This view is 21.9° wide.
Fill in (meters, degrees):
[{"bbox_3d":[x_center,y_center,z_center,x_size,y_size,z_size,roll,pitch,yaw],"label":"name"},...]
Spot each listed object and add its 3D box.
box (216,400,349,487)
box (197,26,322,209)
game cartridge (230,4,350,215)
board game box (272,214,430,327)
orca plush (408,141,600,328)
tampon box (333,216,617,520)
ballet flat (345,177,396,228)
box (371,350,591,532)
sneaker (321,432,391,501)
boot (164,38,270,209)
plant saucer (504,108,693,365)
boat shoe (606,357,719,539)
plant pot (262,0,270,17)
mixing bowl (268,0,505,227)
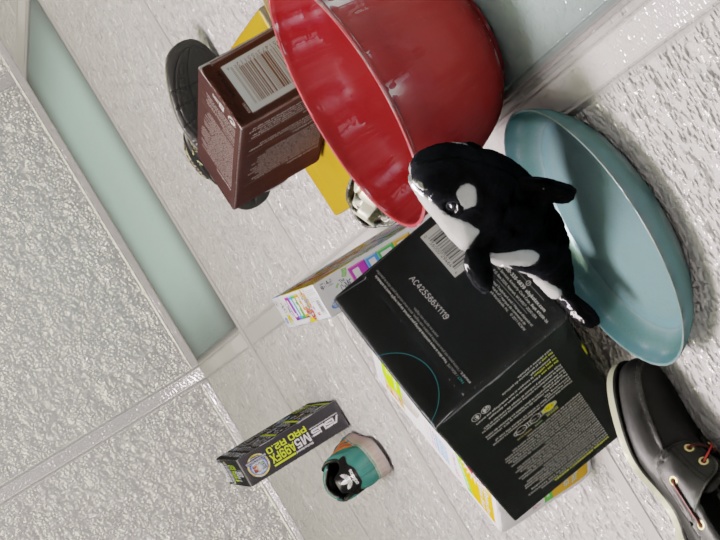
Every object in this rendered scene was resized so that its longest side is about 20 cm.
[{"bbox_3d":[-0.110,0.240,2.581,0.044,0.160,0.200,60,166,-2],"label":"box"},{"bbox_3d":[-0.088,-0.138,1.664,0.075,0.100,0.200,55,164,14],"label":"box"},{"bbox_3d":[-0.048,-0.152,1.770,0.200,0.032,0.176,57,167,-3],"label":"game cartridge"},{"bbox_3d":[0.000,0.000,1.694,0.034,0.134,0.200,59,166,-3],"label":"board game box"},{"bbox_3d":[0.115,-0.029,1.238,0.200,0.071,0.105,49,-142,-33],"label":"orca plush"},{"bbox_3d":[0.097,0.071,1.427,0.150,0.126,0.200,50,179,34],"label":"tampon box"},{"bbox_3d":[0.023,-0.076,1.577,0.072,0.072,0.200,57,167,9],"label":"ballet flat"},{"bbox_3d":[0.104,0.110,1.627,0.200,0.101,0.113,51,165,31],"label":"box"},{"bbox_3d":[-0.021,0.265,2.474,0.071,0.080,0.200,58,167,1],"label":"sneaker"},{"bbox_3d":[-0.180,-0.172,2.113,0.204,0.073,0.154,65,169,-20],"label":"boot"},{"bbox_3d":[0.166,-0.027,1.261,0.200,0.027,0.200,55,166,20],"label":"plant saucer"},{"bbox_3d":[0.240,0.148,1.312,0.063,0.074,0.202,-37,72,41],"label":"boat shoe"},{"bbox_3d":[-0.032,-0.208,1.585,0.200,0.027,0.200,55,167,19],"label":"plant pot"},{"bbox_3d":[0.032,-0.142,1.316,0.200,0.108,0.200,54,165,21],"label":"mixing bowl"}]
